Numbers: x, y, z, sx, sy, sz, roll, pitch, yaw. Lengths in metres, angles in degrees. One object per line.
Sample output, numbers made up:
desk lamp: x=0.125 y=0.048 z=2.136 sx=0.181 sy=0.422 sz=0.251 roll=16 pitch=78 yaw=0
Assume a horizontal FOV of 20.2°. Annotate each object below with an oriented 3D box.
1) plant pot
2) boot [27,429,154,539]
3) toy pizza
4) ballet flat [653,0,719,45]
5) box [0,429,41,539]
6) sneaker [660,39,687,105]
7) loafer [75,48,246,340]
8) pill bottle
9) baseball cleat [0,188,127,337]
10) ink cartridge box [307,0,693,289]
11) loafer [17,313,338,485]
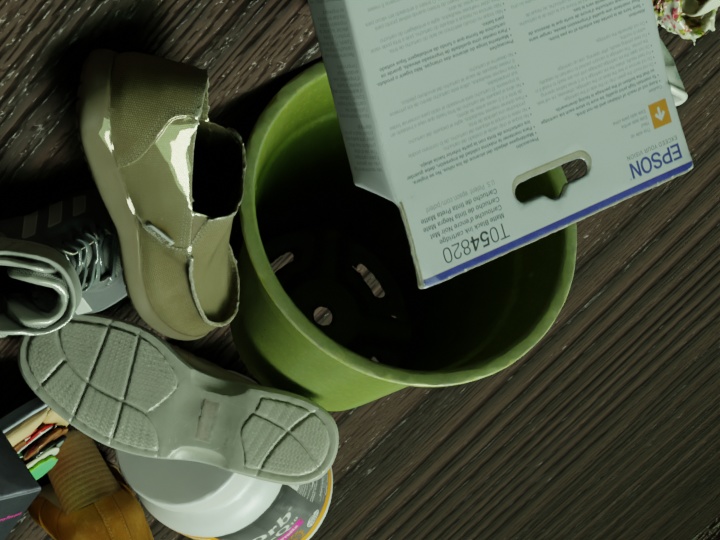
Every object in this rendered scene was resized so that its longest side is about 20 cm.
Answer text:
plant pot: x=0.000 y=0.000 z=1.200 sx=0.199 sy=0.201 sz=0.190 roll=-25 pitch=170 yaw=-26
boot: x=-0.169 y=0.198 z=1.361 sx=0.070 sy=0.145 sz=0.201 roll=-24 pitch=164 yaw=-13
toy pizza: x=-0.248 y=0.146 z=1.226 sx=0.200 sy=0.032 sz=0.200 roll=-41 pitch=176 yaw=-4
ballet flat: x=0.231 y=-0.217 z=1.234 sx=0.075 sy=0.064 sz=0.201 roll=-22 pitch=155 yaw=-31
box: x=-0.286 y=0.111 z=1.020 sx=0.115 sy=0.132 sz=0.199 roll=-50 pitch=157 yaw=26
sneaker: x=0.125 y=-0.109 z=1.264 sx=0.199 sy=0.089 sz=0.075 roll=-23 pitch=158 yaw=-31
loafer: x=-0.089 y=-0.032 z=1.030 sx=0.067 sy=0.077 sz=0.201 roll=-1 pitch=146 yaw=13
pill bottle: x=-0.094 y=0.132 z=1.397 sx=0.116 sy=0.117 sz=0.200 roll=-36 pitch=160 yaw=2
baseball cleat: x=-0.157 y=0.005 z=1.033 sx=0.199 sy=0.106 sz=0.070 roll=-15 pitch=113 yaw=-45
ink cartridge box: x=0.070 y=-0.117 z=1.035 sx=0.198 sy=0.202 sz=0.040 roll=-22 pitch=-166 yaw=-32
loafer: x=-0.111 y=0.078 z=1.208 sx=0.063 sy=0.198 sz=0.073 roll=-164 pitch=-85 yaw=-79
